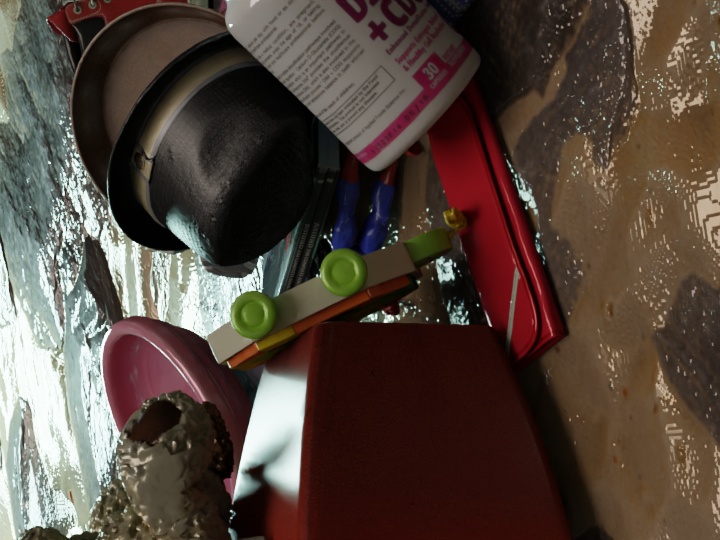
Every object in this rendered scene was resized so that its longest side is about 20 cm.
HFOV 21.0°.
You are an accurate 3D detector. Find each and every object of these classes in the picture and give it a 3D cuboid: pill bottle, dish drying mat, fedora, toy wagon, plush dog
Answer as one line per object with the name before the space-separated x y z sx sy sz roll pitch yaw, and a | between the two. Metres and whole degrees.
pill bottle | -0.022 -0.176 1.351 0.200 0.114 0.113 43 149 -8
dish drying mat | 0.090 -0.032 1.370 0.077 0.018 0.202 -47 55 56
fedora | -0.089 -0.076 1.428 0.092 0.199 0.202 48 137 33
toy wagon | -0.011 0.014 1.375 0.155 0.199 0.040 29 -144 -82
plush dog | -0.139 0.187 1.362 0.200 0.160 0.172 -46 8 7

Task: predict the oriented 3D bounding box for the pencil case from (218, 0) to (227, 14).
pencil case | -0.044 -0.235 1.509 0.083 0.086 0.200 47 145 1

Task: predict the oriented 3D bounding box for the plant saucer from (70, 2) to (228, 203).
plant saucer | -0.135 -0.119 1.551 0.198 0.035 0.202 6 112 16

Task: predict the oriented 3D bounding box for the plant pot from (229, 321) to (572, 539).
plant pot | 0.016 0.137 1.359 0.200 0.198 0.178 141 127 -64

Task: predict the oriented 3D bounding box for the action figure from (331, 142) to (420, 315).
action figure | 0.000 0.000 1.486 0.099 0.065 0.201 -109 28 -48

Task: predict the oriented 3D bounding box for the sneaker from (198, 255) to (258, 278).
sneaker | -0.105 -0.090 1.644 0.082 0.074 0.201 -87 11 -46

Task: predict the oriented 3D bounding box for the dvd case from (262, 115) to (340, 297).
dvd case | -0.049 -0.049 1.558 0.147 0.022 0.201 -92 17 -49

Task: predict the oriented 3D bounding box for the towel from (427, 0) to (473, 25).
towel | -0.007 -0.201 1.427 0.145 0.024 0.200 40 144 -4

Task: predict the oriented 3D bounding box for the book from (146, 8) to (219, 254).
book | -0.143 -0.122 1.658 0.134 0.048 0.202 -77 -1 -82

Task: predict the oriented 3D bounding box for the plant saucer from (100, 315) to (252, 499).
plant saucer | -0.143 0.126 1.622 0.200 0.051 0.202 37 142 36

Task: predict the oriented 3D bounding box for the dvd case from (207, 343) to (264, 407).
dvd case | -0.048 0.124 1.557 0.201 0.016 0.149 53 153 1

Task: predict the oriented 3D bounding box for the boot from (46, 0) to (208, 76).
boot | -0.211 -0.269 1.737 0.072 0.143 0.202 -169 76 -64
